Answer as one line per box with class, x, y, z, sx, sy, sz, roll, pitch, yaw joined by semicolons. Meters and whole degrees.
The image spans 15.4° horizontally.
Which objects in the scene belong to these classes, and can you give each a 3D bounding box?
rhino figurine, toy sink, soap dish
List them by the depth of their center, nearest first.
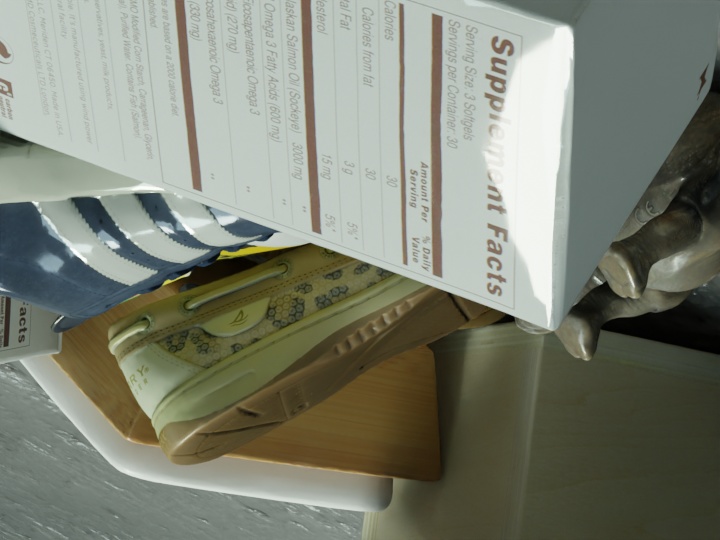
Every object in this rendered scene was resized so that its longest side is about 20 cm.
rhino figurine;0.099;-0.011;0.975;0.060;0.087;0.200;53;166;7
soap dish;-0.068;0.025;1.171;0.157;0.082;0.200;11;-163;-33
toy sink;0.080;0.093;1.194;0.130;0.113;0.200;12;170;-26

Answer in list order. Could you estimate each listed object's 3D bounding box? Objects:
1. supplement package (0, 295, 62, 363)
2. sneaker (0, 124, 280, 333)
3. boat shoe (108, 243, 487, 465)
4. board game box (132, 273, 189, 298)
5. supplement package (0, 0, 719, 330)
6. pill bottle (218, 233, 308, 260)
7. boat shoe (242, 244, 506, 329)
supplement package;-0.226;-0.052;1.109;0.199;0.157;0.111;15;-162;42
sneaker;-0.065;-0.022;0.859;0.199;0.075;0.085;1;131;1
boat shoe;0.000;0.000;1.019;0.063;0.199;0.073;57;165;17
board game box;-0.115;-0.085;0.939;0.095;0.030;0.201;-20;92;64
supplement package;-0.005;-0.088;0.777;0.199;0.117;0.118;19;138;20
pill bottle;-0.049;-0.061;0.982;0.112;0.113;0.200;32;162;-20
boat shoe;-0.024;-0.032;1.134;0.199;0.071;0.069;20;-170;-6
